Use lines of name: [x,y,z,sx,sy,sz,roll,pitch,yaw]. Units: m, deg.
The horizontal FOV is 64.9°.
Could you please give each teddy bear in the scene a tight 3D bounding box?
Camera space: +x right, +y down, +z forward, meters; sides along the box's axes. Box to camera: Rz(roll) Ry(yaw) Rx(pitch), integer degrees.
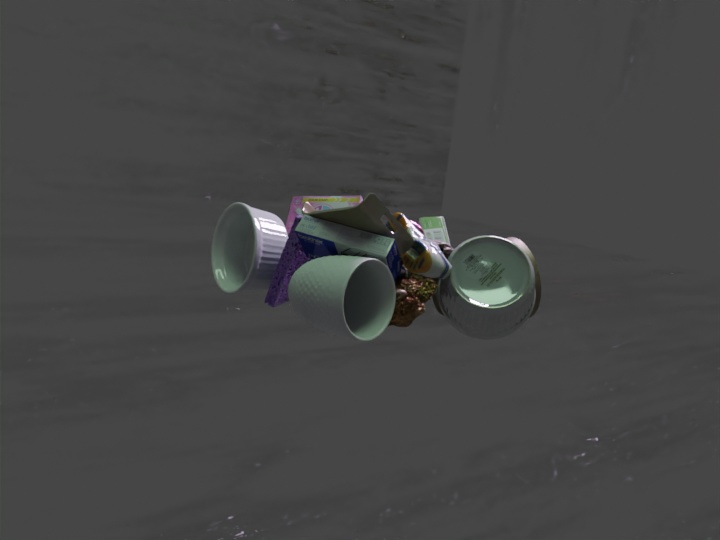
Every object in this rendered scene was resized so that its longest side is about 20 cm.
teddy bear: [0.093,0.044,1.213,0.144,0.067,0.200,10,28,25]

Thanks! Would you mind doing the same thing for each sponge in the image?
sponge: [-0.136,-0.022,1.210,0.030,0.202,0.111,27,15,17]

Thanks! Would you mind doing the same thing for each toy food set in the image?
toy food set: [-0.008,-0.092,1.110,0.199,0.061,0.144,-1,-37,47]

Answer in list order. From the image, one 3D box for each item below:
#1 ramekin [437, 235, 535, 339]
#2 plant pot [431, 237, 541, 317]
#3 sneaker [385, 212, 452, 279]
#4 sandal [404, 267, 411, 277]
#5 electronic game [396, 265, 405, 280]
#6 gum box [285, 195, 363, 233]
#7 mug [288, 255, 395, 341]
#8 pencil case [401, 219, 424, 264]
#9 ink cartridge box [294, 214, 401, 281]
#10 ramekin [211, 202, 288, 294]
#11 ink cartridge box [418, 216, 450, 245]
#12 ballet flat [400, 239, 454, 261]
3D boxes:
ramekin: [0.253,0.026,1.131,0.198,0.202,0.105,9,-26,12]
plant pot: [0.266,0.034,1.271,0.198,0.189,0.187,-10,15,-15]
sneaker: [0.112,-0.043,1.140,0.088,0.076,0.201,21,25,-32]
sandal: [0.098,0.047,1.346,0.079,0.055,0.200,1,20,12]
electronic game: [0.000,0.000,1.236,0.198,0.042,0.200,2,12,0]
gum box: [-0.093,-0.124,1.438,0.198,0.114,0.066,1,-28,16]
mug: [-0.032,0.056,1.071,0.174,0.149,0.200,7,-22,42]
pencil case: [0.091,-0.057,1.324,0.082,0.087,0.200,-9,-8,-9]
ink cartridge box: [-0.023,-0.042,1.094,0.198,0.044,0.094,17,-28,23]
ramekin: [-0.246,-0.045,1.273,0.097,0.203,0.200,6,9,-41]
ink cartridge box: [0.167,-0.021,1.349,0.059,0.201,0.105,-4,52,-4]
ballet flat: [0.102,-0.045,1.202,0.198,0.068,0.046,7,-7,0]
